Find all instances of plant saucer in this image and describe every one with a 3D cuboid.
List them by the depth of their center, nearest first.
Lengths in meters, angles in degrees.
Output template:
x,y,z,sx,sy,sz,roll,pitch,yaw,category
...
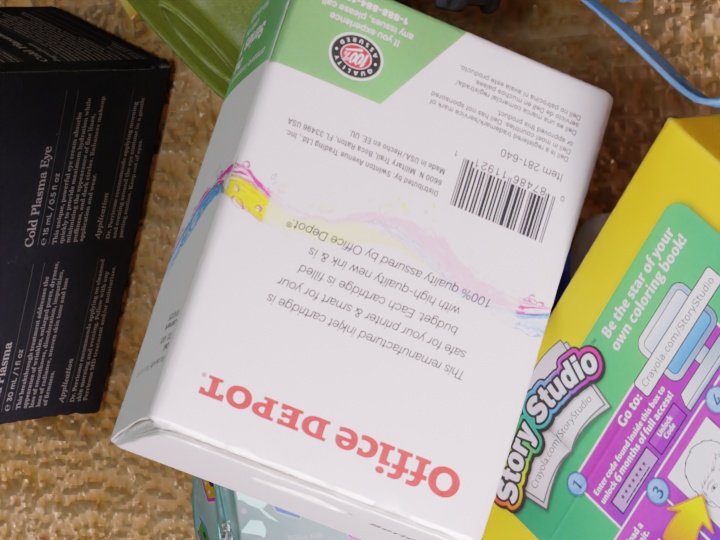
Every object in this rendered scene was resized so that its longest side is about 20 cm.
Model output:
x,y,z,sx,sy,sz,roll,pitch,yaw,category
-0.064,-0.113,1.329,0.031,0.200,0.200,-45,58,-7,plant saucer

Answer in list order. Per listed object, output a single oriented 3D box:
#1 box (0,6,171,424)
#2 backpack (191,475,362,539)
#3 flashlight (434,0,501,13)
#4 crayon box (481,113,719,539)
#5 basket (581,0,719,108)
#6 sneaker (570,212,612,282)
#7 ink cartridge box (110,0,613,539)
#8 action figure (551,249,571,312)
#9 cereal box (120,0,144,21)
x,y,z,sx,sy,sz,roll,pitch,yaw,category
-0.213,-0.027,1.470,0.104,0.182,0.201,27,111,37,box
-0.001,0.093,1.279,0.127,0.166,0.201,-168,69,-80,backpack
0.053,-0.219,1.290,0.068,0.067,0.201,-129,49,-70,flashlight
0.146,0.068,1.142,0.173,0.058,0.201,44,120,27,crayon box
0.128,-0.186,1.168,0.200,0.139,0.177,43,109,36,basket
0.165,0.056,1.220,0.105,0.076,0.201,-25,81,25,sneaker
0.000,0.000,1.169,0.084,0.144,0.201,151,139,-70,ink cartridge box
0.064,-0.003,1.281,0.065,0.099,0.201,-30,72,38,action figure
-0.111,-0.247,1.450,0.144,0.039,0.201,-47,64,34,cereal box
